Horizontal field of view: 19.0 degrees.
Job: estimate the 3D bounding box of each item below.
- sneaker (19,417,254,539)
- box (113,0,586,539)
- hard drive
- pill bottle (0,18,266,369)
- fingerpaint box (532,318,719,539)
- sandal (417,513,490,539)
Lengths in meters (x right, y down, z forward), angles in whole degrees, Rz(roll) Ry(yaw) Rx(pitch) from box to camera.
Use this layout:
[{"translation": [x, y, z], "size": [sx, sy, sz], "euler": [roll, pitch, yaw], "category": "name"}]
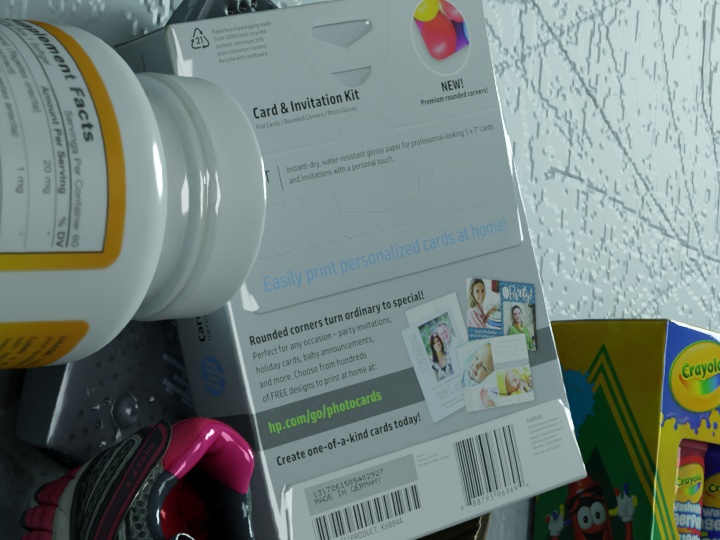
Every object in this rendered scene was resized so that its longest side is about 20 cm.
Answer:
[{"translation": [-0.061, 0.141, 0.679], "size": [0.080, 0.075, 0.201], "euler": [18, 49, -44], "category": "sneaker"}, {"translation": [0.000, 0.000, 0.806], "size": [0.155, 0.041, 0.201], "euler": [-15, 94, -40], "category": "box"}, {"translation": [-0.056, 0.000, 0.824], "size": [0.135, 0.042, 0.201], "euler": [38, 61, -42], "category": "hard drive"}, {"translation": [-0.131, -0.024, 0.668], "size": [0.199, 0.111, 0.112], "euler": [-1, 89, -42], "category": "pill bottle"}, {"translation": [0.172, 0.119, 1.060], "size": [0.200, 0.073, 0.168], "euler": [15, 77, -48], "category": "fingerpaint box"}, {"translation": [0.024, 0.067, 0.906], "size": [0.055, 0.081, 0.201], "euler": [58, 38, -59], "category": "sandal"}]
